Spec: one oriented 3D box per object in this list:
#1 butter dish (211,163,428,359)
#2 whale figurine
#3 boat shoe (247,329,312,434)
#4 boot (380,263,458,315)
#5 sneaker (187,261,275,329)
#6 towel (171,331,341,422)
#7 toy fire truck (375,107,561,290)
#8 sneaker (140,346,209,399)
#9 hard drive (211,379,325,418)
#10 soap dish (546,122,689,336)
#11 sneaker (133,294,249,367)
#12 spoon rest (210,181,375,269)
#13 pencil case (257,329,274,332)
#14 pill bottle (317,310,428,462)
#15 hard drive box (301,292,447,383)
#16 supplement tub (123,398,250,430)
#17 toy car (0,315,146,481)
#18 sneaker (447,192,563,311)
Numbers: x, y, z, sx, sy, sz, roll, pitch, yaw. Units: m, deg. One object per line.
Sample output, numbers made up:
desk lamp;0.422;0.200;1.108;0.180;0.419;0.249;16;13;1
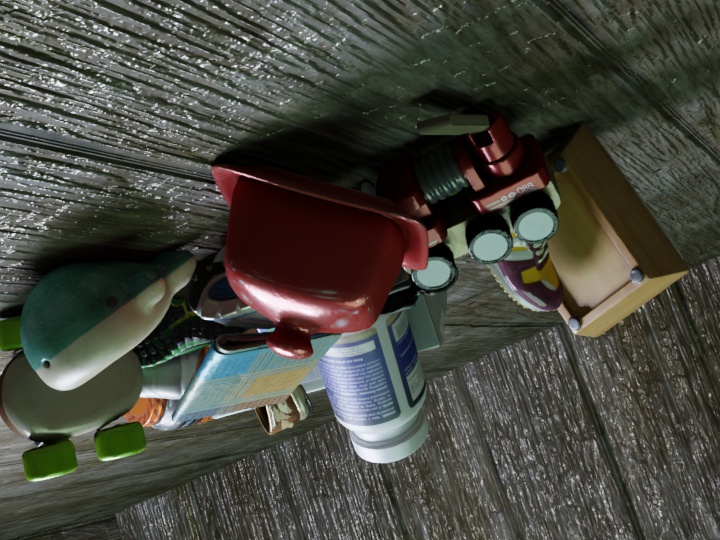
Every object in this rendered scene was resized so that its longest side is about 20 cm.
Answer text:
butter dish;-0.047;0.006;1.055;0.196;0.150;0.200;16;170;6
whale figurine;-0.247;0.027;1.138;0.158;0.104;0.200;-32;-172;43
boat shoe;-0.131;0.124;1.469;0.073;0.202;0.075;-37;-155;-19
boot;0.000;0.000;1.262;0.197;0.132;0.068;-23;130;5
sneaker;-0.072;0.022;1.201;0.196;0.076;0.087;-4;158;12
towel;-0.117;0.110;1.263;0.144;0.022;0.200;-7;156;-27
toy fire truck;0.083;-0.090;1.122;0.174;0.130;0.201;-24;128;17
sneaker;-0.227;0.095;1.394;0.090;0.077;0.200;-2;-164;-4
hard drive;-0.125;0.108;1.556;0.197;0.134;0.026;-11;173;-37
soap dish;0.253;-0.038;1.323;0.081;0.202;0.157;-25;167;-44
sneaker;-0.193;0.062;1.316;0.196;0.080;0.085;-10;175;19
spoon rest;-0.068;-0.026;1.231;0.197;0.062;0.099;-24;168;12
pencil case;-0.051;0.013;1.383;0.197;0.090;0.088;-23;169;-1
pill bottle;0.012;0.112;1.335;0.114;0.203;0.116;-13;-151;7
hard drive box;0.003;0.054;1.463;0.197;0.078;0.156;-16;-160;14
supplement tub;-0.223;0.143;1.573;0.198;0.124;0.122;-10;165;-43
toy car;-0.342;0.134;1.284;0.156;0.167;0.199;-11;178;-37
sneaker;0.174;-0.043;1.263;0.089;0.200;0.075;-30;-160;33
